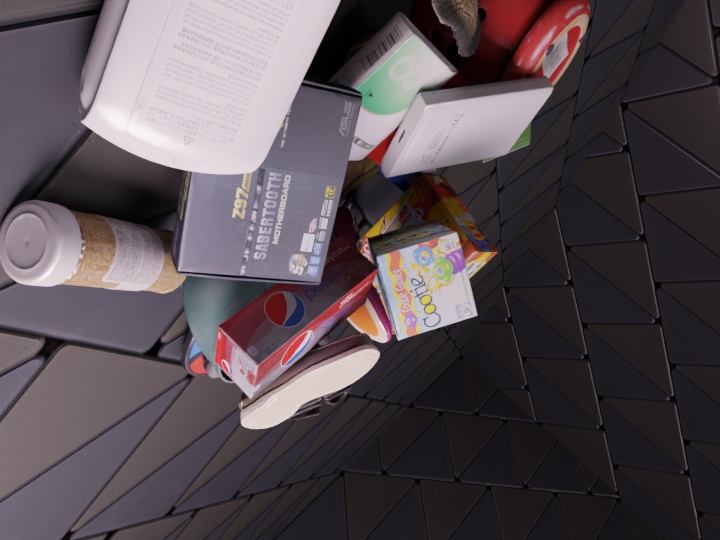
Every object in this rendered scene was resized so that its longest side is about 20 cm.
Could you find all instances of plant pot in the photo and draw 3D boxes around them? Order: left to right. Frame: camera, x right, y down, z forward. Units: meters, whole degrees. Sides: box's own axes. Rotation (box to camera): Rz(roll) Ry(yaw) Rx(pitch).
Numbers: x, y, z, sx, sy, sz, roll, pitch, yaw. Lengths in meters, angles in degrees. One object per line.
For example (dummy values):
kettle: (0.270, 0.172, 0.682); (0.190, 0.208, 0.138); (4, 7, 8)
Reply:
plant pot: (-0.141, 0.015, 0.868); (0.200, 0.133, 0.202); (-45, 161, -19)
plant pot: (0.189, -0.323, 0.949); (0.200, 0.182, 0.202); (-42, 162, -17)

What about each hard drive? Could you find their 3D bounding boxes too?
hard drive: (0.131, -0.178, 0.879); (0.195, 0.027, 0.133); (-14, 156, -28)

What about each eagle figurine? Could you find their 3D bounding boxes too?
eagle figurine: (0.104, -0.334, 0.757); (0.151, 0.196, 0.156); (-10, -110, 59)

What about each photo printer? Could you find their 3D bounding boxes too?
photo printer: (-0.120, -0.174, 0.553); (0.163, 0.070, 0.203); (11, 121, -36)

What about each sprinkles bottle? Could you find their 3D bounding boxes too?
sprinkles bottle: (-0.239, -0.016, 0.665); (0.069, 0.068, 0.199); (-52, 163, 8)

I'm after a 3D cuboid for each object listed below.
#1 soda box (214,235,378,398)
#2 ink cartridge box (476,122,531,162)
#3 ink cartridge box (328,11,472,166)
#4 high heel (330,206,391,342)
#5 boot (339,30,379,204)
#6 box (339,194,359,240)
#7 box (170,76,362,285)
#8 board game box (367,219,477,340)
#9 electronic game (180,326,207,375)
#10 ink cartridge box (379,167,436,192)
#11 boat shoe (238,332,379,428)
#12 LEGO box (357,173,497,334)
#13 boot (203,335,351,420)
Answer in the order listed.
soda box: (-0.068, 0.047, 0.786); (0.199, 0.063, 0.071); (-38, 159, -38)
ink cartridge box: (0.150, -0.224, 1.071); (0.102, 0.198, 0.061); (-24, 122, -30)
ink cartridge box: (0.048, -0.186, 0.839); (0.160, 0.051, 0.198); (-39, 142, 21)
high heel: (0.000, 0.000, 0.945); (0.095, 0.201, 0.068); (-24, 155, -38)
boot: (-0.022, -0.185, 0.902); (0.175, 0.066, 0.202); (-43, 158, -35)
box: (-0.073, -0.008, 1.081); (0.203, 0.043, 0.161); (-59, 167, -13)
box: (-0.094, -0.092, 0.694); (0.154, 0.051, 0.205); (6, 109, -27)
board game box: (0.073, 0.004, 0.917); (0.100, 0.108, 0.200); (-16, -171, 0)
electronic game: (-0.183, 0.073, 1.036); (0.200, 0.041, 0.201); (-46, 163, -18)
ink cartridge box: (0.071, -0.188, 1.065); (0.044, 0.094, 0.201); (-43, 161, -15)
boat shoe: (-0.066, 0.119, 0.833); (0.198, 0.061, 0.071); (-33, 142, 23)
LEGO box: (0.088, -0.023, 1.094); (0.200, 0.151, 0.076); (-45, 156, 29)
boot: (-0.118, 0.153, 1.015); (0.195, 0.135, 0.070); (-18, 162, -11)
